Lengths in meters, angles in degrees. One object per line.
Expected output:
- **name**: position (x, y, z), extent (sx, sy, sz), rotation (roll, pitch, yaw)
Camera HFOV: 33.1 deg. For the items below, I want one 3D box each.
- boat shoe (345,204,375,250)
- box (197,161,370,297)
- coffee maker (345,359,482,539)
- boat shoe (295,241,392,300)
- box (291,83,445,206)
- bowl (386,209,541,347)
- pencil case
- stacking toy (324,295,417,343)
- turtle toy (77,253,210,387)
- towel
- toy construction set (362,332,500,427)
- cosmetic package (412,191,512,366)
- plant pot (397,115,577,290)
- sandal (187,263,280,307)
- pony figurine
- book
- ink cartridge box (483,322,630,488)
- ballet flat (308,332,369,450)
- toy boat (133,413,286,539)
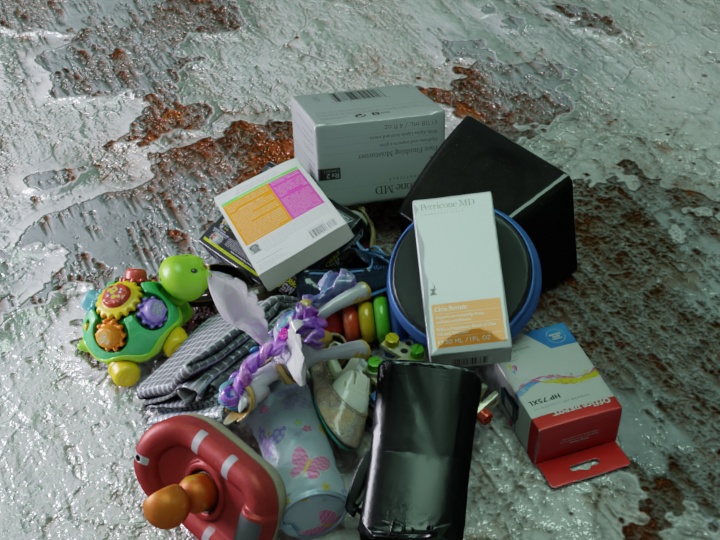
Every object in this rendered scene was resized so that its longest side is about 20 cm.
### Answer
- **boat shoe**: position (-0.009, -0.060, 1.770), extent (0.074, 0.066, 0.200), rotation (-9, 42, -9)
- **box**: position (-0.109, -0.048, 1.705), extent (0.200, 0.044, 0.160), rotation (32, 76, 35)
- **coffee maker**: position (0.073, 0.203, 1.326), extent (0.134, 0.192, 0.200), rotation (11, 72, -12)
- **boat shoe**: position (0.000, 0.000, 1.622), extent (0.084, 0.069, 0.200), rotation (-6, 12, 45)
- **box**: position (0.010, -0.192, 1.831), extent (0.199, 0.131, 0.200), rotation (-8, 22, -11)
- **bowl**: position (0.129, 0.008, 1.544), extent (0.200, 0.039, 0.201), rotation (-3, 75, 12)
- **pencil case**: position (-0.079, 0.220, 1.439), extent (0.091, 0.083, 0.200), rotation (-15, 43, -10)
- **stacking toy**: position (0.024, 0.064, 1.626), extent (0.200, 0.085, 0.085), rotation (-6, 41, 1)
- **turtle toy**: position (-0.286, 0.050, 1.601), extent (0.200, 0.101, 0.146), rotation (-29, 47, -9)
- **towel**: position (-0.174, 0.112, 1.509), extent (0.165, 0.086, 0.200), rotation (-16, 20, 50)
- **toy construction set**: position (0.077, 0.160, 1.509), extent (0.131, 0.092, 0.200), rotation (-29, 38, -29)
- **cosmetic package**: position (0.123, 0.013, 1.476), extent (0.101, 0.071, 0.200), rotation (-7, 71, 3)
- **plant pot**: position (0.167, -0.056, 1.684), extent (0.177, 0.200, 0.200), rotation (-40, 53, -20)
- **sandal**: position (-0.188, 0.018, 1.647), extent (0.082, 0.055, 0.200), rotation (-14, 9, -41)
- **pony figurine**: position (-0.080, 0.077, 1.384), extent (0.200, 0.193, 0.166), rotation (-30, 51, -29)
- **book**: position (-0.105, -0.069, 1.630), extent (0.133, 0.048, 0.200), rotation (-31, 38, -3)
- **ink cartridge box**: position (0.245, 0.165, 1.509), extent (0.116, 0.067, 0.200), rotation (-14, 43, -15)
- **ballet flat**: position (-0.024, 0.139, 1.496), extent (0.068, 0.067, 0.200), rotation (33, 16, -30)
- **toy boat**: position (-0.188, 0.250, 1.354), extent (0.200, 0.131, 0.131), rotation (32, 27, 33)
